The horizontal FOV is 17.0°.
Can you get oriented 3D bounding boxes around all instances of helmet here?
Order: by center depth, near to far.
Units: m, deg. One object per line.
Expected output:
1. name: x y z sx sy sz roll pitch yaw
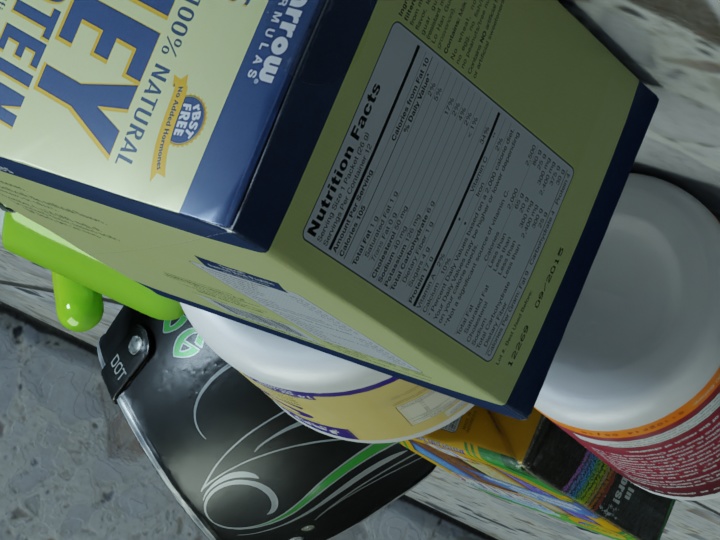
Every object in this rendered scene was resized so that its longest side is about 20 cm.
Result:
1. helmet: -0.033 0.051 1.375 0.201 0.190 0.200 57 -176 -6

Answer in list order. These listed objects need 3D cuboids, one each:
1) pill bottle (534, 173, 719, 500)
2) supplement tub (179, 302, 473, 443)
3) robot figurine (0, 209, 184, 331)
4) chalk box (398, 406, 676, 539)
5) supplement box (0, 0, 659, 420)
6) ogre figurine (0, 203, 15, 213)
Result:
1. pill bottle: 0.140 0.040 1.094 0.112 0.114 0.200 18 170 29
2. supplement tub: 0.000 0.000 1.116 0.144 0.146 0.200 21 171 15
3. robot figurine: -0.130 -0.050 1.257 0.199 0.116 0.176 25 146 2
4. chalk box: 0.109 0.066 1.306 0.123 0.126 0.200 17 168 37
5. supplement box: -0.037 -0.061 0.870 0.199 0.135 0.200 17 170 37
6. ogre figurine: -0.221 -0.119 1.148 0.098 0.201 0.120 -25 142 12
